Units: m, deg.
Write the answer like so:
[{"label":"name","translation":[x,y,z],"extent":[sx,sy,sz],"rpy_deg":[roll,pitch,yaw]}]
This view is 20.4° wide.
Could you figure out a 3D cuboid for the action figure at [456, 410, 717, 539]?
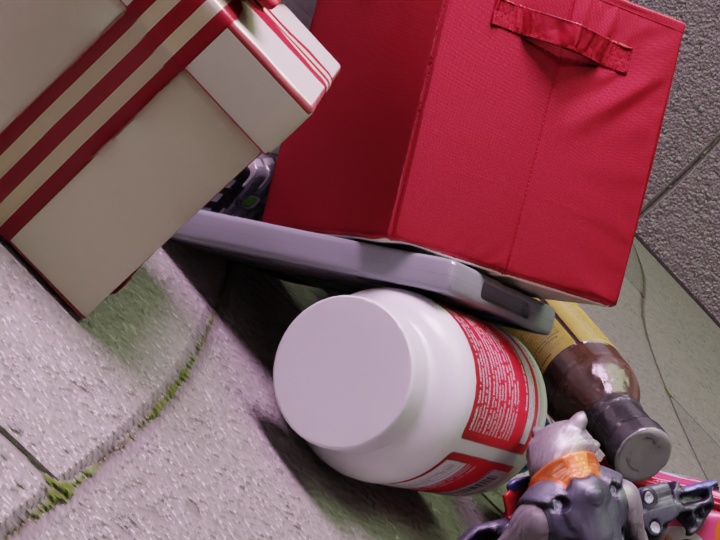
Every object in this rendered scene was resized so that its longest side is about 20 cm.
[{"label":"action figure","translation":[0.159,0.171,1.174],"extent":[0.194,0.200,0.105],"rpy_deg":[65,-28,11]}]

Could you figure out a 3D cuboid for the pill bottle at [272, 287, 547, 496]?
[{"label":"pill bottle","translation":[0.029,0.071,1.172],"extent":[0.112,0.112,0.200],"rpy_deg":[53,12,22]}]

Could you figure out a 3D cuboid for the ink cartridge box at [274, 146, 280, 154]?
[{"label":"ink cartridge box","translation":[-0.053,-0.156,1.522],"extent":[0.084,0.144,0.200],"rpy_deg":[40,14,-30]}]

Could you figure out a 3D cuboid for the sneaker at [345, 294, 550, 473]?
[{"label":"sneaker","translation":[0.055,0.059,1.430],"extent":[0.200,0.076,0.081],"rpy_deg":[52,2,-9]}]

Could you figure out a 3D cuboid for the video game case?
[{"label":"video game case","translation":[0.000,0.000,1.237],"extent":[0.200,0.022,0.182],"rpy_deg":[11,-5,25]}]

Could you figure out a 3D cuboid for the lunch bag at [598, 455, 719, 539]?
[{"label":"lunch bag","translation":[0.187,0.173,1.359],"extent":[0.176,0.082,0.200],"rpy_deg":[12,-6,9]}]

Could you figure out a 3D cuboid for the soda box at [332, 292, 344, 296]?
[{"label":"soda box","translation":[0.056,0.036,1.499],"extent":[0.200,0.063,0.068],"rpy_deg":[43,13,-25]}]

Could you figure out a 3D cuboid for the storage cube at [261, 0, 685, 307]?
[{"label":"storage cube","translation":[0.066,-0.087,1.230],"extent":[0.171,0.180,0.200],"rpy_deg":[16,-4,-29]}]

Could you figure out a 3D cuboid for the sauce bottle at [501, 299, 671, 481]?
[{"label":"sauce bottle","translation":[0.142,0.070,1.322],"extent":[0.065,0.065,0.200],"rpy_deg":[41,9,-32]}]

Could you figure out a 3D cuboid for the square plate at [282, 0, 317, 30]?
[{"label":"square plate","translation":[-0.020,-0.195,1.312],"extent":[0.200,0.198,0.029],"rpy_deg":[43,34,-45]}]

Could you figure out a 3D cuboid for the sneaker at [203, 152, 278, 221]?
[{"label":"sneaker","translation":[-0.093,-0.080,1.321],"extent":[0.116,0.075,0.200],"rpy_deg":[51,13,24]}]

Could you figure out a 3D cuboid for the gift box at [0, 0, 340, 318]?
[{"label":"gift box","translation":[-0.128,-0.116,1.031],"extent":[0.200,0.187,0.185],"rpy_deg":[47,11,-12]}]
